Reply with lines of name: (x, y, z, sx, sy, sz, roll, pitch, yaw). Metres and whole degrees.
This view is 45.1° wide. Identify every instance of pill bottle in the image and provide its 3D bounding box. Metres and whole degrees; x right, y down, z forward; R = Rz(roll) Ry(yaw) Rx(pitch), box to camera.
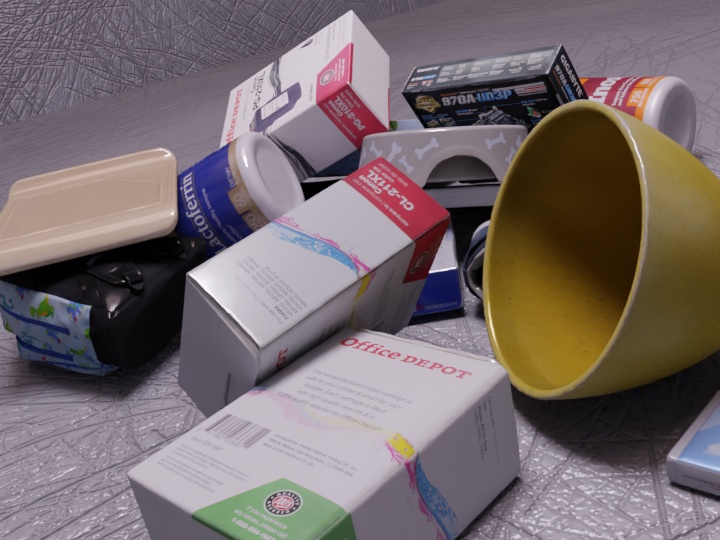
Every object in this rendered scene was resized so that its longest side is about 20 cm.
pill bottle: (-0.168, -0.056, 0.950, 0.198, 0.116, 0.116, -28, 17, 20)
pill bottle: (0.294, -0.178, 1.058, 0.198, 0.115, 0.112, 11, 31, 45)

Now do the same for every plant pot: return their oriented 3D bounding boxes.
plant pot: (0.195, -0.005, 0.616, 0.140, 0.203, 0.200, 9, 16, -20)

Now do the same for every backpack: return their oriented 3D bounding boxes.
backpack: (-0.269, 0.026, 0.854, 0.197, 0.156, 0.163, 17, 36, 16)

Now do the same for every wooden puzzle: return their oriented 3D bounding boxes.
wooden puzzle: (-0.270, -0.059, 0.860, 0.182, 0.038, 0.200, -14, 28, -6)

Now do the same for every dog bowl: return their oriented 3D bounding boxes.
dog bowl: (0.090, -0.118, 0.919, 0.197, 0.060, 0.200, -3, 7, 0)

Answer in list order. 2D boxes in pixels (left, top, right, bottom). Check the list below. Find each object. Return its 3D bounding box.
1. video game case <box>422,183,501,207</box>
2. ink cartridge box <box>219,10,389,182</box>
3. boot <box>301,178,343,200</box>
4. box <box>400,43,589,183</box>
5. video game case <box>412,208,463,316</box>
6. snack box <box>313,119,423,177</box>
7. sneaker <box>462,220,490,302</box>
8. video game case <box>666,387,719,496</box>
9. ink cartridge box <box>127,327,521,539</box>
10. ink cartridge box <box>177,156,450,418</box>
video game case: (0.155, -0.084, 0.956, 0.197, 0.024, 0.181, 0, 6, 26)
ink cartridge box: (-0.067, -0.189, 1.026, 0.198, 0.084, 0.146, -26, 41, 27)
boot: (-0.070, -0.077, 1.060, 0.197, 0.067, 0.165, 1, 12, 15)
box: (0.165, -0.170, 0.989, 0.198, 0.159, 0.046, 3, 54, 43)
video game case: (0.000, 0.000, 0.873, 0.197, 0.046, 0.182, -9, 21, 7)
snack box: (0.015, -0.162, 1.148, 0.198, 0.069, 0.167, -10, 9, -43)
sneaker: (0.186, -0.020, 0.765, 0.200, 0.078, 0.146, -15, 9, 19)
video game case: (0.313, 0.091, 0.527, 0.180, 0.022, 0.199, 9, 31, 43)
ink cartridge box: (-0.015, 0.124, 0.533, 0.144, 0.089, 0.199, 10, 32, 42)
ink cartridge box: (-0.038, 0.024, 0.664, 0.083, 0.147, 0.199, 42, 53, 19)
